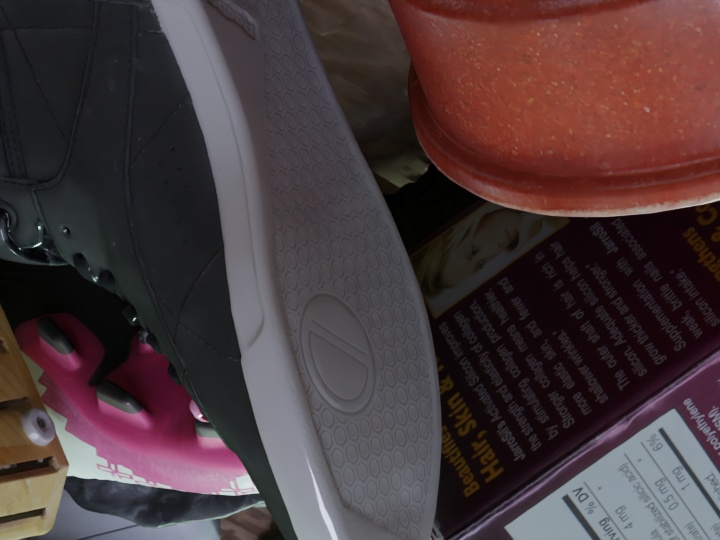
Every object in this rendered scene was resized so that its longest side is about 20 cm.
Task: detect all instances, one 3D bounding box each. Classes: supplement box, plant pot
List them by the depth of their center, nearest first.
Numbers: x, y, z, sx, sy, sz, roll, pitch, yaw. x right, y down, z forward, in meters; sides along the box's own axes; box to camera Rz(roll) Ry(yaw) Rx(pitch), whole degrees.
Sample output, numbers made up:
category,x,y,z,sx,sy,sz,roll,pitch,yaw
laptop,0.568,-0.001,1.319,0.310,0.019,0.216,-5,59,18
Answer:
category,x,y,z,sx,sy,sz,roll,pitch,yaw
plant pot,0.061,-0.151,0.678,0.200,0.201,0.196,-22,120,14
supplement box,0.103,0.008,0.775,0.200,0.110,0.086,-35,125,4

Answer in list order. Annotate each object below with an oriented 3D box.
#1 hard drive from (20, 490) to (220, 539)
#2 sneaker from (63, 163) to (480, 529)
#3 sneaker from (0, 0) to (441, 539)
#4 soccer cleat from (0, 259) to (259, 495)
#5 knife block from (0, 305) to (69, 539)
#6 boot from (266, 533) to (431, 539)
category,x,y,z,sx,sy,sz,roll,pitch,yaw
hard drive,-0.134,0.024,0.904,0.132,0.027,0.200,-14,129,8
sneaker,0.001,0.000,0.864,0.104,0.060,0.200,30,99,11
sneaker,-0.051,-0.004,0.730,0.099,0.201,0.071,-25,170,28
soccer cleat,-0.077,0.024,0.812,0.200,0.070,0.086,16,149,28
knife block,-0.188,0.010,0.782,0.175,0.200,0.064,-31,168,29
boot,0.039,0.113,0.970,0.131,0.070,0.200,18,131,-25
